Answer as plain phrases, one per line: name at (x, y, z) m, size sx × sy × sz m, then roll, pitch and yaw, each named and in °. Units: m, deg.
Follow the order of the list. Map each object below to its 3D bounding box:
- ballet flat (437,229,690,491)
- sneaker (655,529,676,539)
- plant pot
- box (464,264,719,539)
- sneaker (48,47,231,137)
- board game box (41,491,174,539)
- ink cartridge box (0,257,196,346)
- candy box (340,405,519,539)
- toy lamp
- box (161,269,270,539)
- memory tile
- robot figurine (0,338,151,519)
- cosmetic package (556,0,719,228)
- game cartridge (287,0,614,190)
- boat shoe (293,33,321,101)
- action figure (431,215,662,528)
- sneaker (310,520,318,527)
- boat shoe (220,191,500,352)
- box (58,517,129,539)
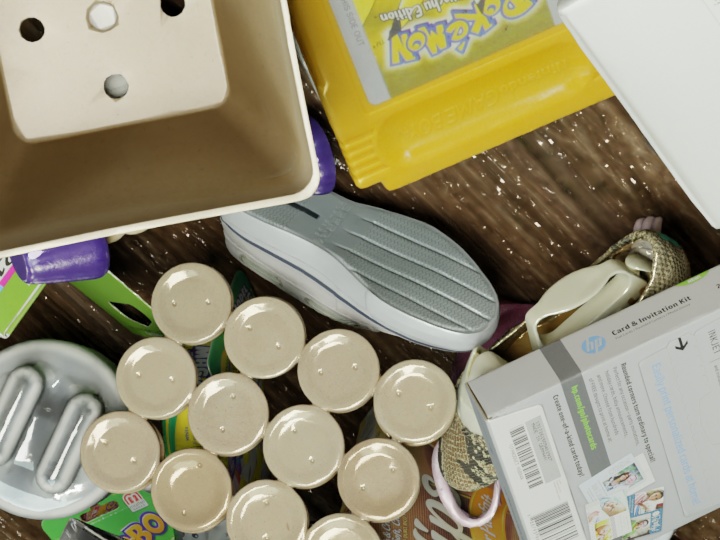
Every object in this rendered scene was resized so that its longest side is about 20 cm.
ballet flat at (0.109, 0.046, 1.561) m, size 0.200 × 0.068 × 0.075 m, roll -43°, pitch 148°, yaw 6°
sneaker at (0.192, 0.167, 1.724) m, size 0.115 × 0.075 × 0.200 m, roll 37°, pitch 129°, yaw -16°
plant pot at (-0.144, -0.132, 1.460) m, size 0.200 × 0.177 × 0.200 m, roll -11°, pitch 101°, yaw -4°
box at (0.175, 0.087, 1.552) m, size 0.200 × 0.041 × 0.156 m, roll -25°, pitch 131°, yaw -3°
sneaker at (-0.139, -0.093, 1.597) m, size 0.200 × 0.081 × 0.077 m, roll -11°, pitch 121°, yaw 17°
board game box at (-0.129, 0.222, 1.853) m, size 0.095 × 0.030 × 0.200 m, roll -26°, pitch 119°, yaw 25°
ink cartridge box at (-0.216, 0.010, 1.640) m, size 0.200 × 0.076 × 0.148 m, roll 39°, pitch 168°, yaw -17°
candy box at (0.047, 0.163, 1.668) m, size 0.115 × 0.200 × 0.055 m, roll 27°, pitch 124°, yaw -8°
toy lamp at (-0.114, -0.039, 1.573) m, size 0.200 × 0.058 × 0.058 m, roll -18°, pitch 129°, yaw -22°
box at (-0.093, 0.107, 1.708) m, size 0.048 × 0.117 × 0.200 m, roll 5°, pitch 125°, yaw 7°
memory tile at (-0.056, 0.095, 1.575) m, size 0.200 × 0.017 × 0.153 m, roll 24°, pitch 87°, yaw 10°
robot figurine at (-0.198, 0.102, 1.694) m, size 0.170 × 0.200 × 0.113 m, roll 29°, pitch 87°, yaw -1°
cosmetic package at (0.237, -0.165, 1.417) m, size 0.200 × 0.167 × 0.166 m, roll -27°, pitch 116°, yaw 27°
game cartridge at (0.048, -0.156, 1.504) m, size 0.176 × 0.032 × 0.200 m, roll -24°, pitch 120°, yaw -2°
boat shoe at (-0.026, -0.192, 1.516) m, size 0.068 × 0.072 × 0.200 m, roll -22°, pitch 112°, yaw -3°
action figure at (0.144, 0.062, 1.619) m, size 0.200 × 0.149 × 0.134 m, roll -9°, pitch 118°, yaw 33°
sneaker at (-0.008, 0.179, 1.728) m, size 0.070 × 0.090 × 0.200 m, roll 7°, pitch 165°, yaw 42°
boat shoe at (0.000, 0.000, 1.627) m, size 0.200 × 0.074 × 0.067 m, roll 33°, pitch 145°, yaw 23°
box at (-0.078, 0.222, 1.619) m, size 0.200 × 0.158 × 0.050 m, roll 25°, pitch 86°, yaw -25°
